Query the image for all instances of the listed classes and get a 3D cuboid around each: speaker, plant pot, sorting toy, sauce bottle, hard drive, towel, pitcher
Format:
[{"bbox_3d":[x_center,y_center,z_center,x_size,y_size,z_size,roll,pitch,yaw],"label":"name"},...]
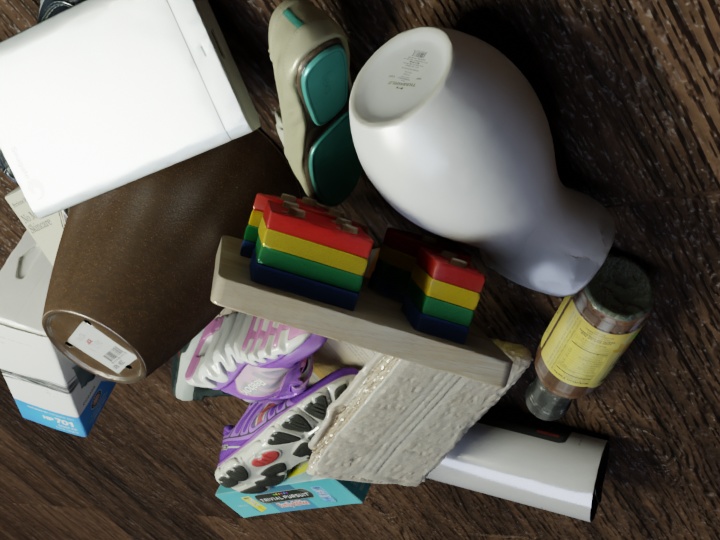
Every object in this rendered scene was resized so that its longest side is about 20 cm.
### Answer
[{"bbox_3d":[0.141,0.183,1.087,0.198,0.082,0.082,12,144,21],"label":"speaker"},{"bbox_3d":[-0.172,-0.014,0.919,0.185,0.201,0.188,17,146,12],"label":"plant pot"},{"bbox_3d":[0.000,0.000,0.789,0.198,0.070,0.199,16,-173,-9],"label":"sorting toy"},{"bbox_3d":[0.181,0.063,0.915,0.064,0.065,0.201,23,148,4],"label":"sauce bottle"},{"bbox_3d":[-0.188,-0.132,0.825,0.198,0.027,0.133,-19,105,21],"label":"hard drive"},{"bbox_3d":[0.046,0.119,0.960,0.132,0.035,0.200,12,132,-33],"label":"towel"},{"bbox_3d":[0.064,-0.075,0.772,0.171,0.122,0.200,13,159,45],"label":"pitcher"}]

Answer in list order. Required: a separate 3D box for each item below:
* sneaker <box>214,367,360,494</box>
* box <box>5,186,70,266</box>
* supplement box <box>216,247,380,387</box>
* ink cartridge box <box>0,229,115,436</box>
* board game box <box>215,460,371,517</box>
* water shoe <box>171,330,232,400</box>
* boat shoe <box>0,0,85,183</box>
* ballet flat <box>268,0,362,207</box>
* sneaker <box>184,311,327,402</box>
[{"bbox_3d":[-0.071,0.134,1.030,0.080,0.084,0.199,25,134,-39],"label":"sneaker"},{"bbox_3d":[-0.237,-0.011,1.039,0.082,0.068,0.201,-17,111,47],"label":"box"},{"bbox_3d":[-0.028,0.057,1.032,0.199,0.074,0.126,-9,133,39],"label":"supplement box"},{"bbox_3d":[-0.305,0.056,1.149,0.085,0.147,0.201,17,146,9],"label":"ink cartridge box"},{"bbox_3d":[-0.048,0.167,1.126,0.047,0.152,0.199,43,143,-23],"label":"board game box"},{"bbox_3d":[-0.149,0.071,1.159,0.078,0.072,0.200,3,148,-17],"label":"water shoe"},{"bbox_3d":[-0.244,-0.146,0.886,0.070,0.091,0.201,28,146,-4],"label":"boat shoe"},{"bbox_3d":[-0.035,-0.122,0.810,0.069,0.070,0.201,18,153,11],"label":"ballet flat"},{"bbox_3d":[-0.071,0.069,0.953,0.088,0.081,0.200,34,149,-20],"label":"sneaker"}]
